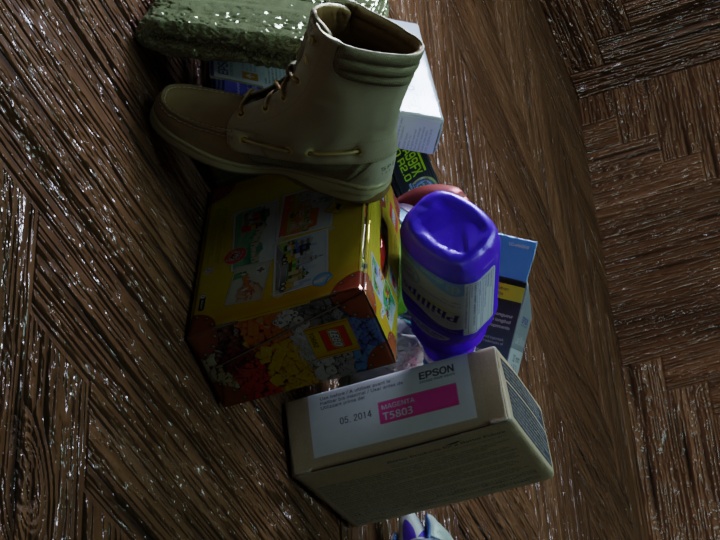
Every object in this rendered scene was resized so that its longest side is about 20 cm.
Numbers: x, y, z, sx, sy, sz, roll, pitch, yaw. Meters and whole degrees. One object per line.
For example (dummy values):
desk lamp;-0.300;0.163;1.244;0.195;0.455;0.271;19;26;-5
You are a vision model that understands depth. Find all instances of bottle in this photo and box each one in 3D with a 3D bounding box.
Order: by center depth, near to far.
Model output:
bottle;0.074;0.017;1.635;0.083;0.065;0.200;37;-24;21

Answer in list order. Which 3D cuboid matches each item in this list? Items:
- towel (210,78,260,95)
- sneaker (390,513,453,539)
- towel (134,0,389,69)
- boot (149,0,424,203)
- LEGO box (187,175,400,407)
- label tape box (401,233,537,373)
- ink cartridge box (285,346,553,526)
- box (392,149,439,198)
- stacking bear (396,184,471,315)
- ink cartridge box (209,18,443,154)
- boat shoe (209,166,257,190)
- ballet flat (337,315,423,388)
towel;-0.057;-0.169;1.785;0.199;0.024;0.146;21;55;-38
sneaker;0.050;0.297;1.839;0.200;0.080;0.147;20;46;-68
towel;-0.076;-0.202;1.604;0.149;0.198;0.037;-76;172;-62
boot;-0.058;-0.143;1.511;0.073;0.199;0.156;-71;177;-47
LEGO box;-0.049;0.001;1.575;0.201;0.148;0.077;-86;157;-52
label tape box;0.090;0.058;1.927;0.066;0.142;0.202;31;73;-71
ink cartridge box;0.054;0.150;1.724;0.165;0.198;0.076;53;26;-59
box;0.018;-0.136;2.058;0.160;0.044;0.201;44;-17;53
stacking bear;0.000;0.000;1.776;0.199;0.113;0.122;-20;111;-46
ink cartridge box;-0.037;-0.174;1.676;0.197;0.198;0.044;-98;-161;-59
boat shoe;-0.088;-0.094;1.693;0.201;0.073;0.063;56;15;-59
ballet flat;0.013;0.105;1.776;0.200;0.071;0.072;105;-22;-64
